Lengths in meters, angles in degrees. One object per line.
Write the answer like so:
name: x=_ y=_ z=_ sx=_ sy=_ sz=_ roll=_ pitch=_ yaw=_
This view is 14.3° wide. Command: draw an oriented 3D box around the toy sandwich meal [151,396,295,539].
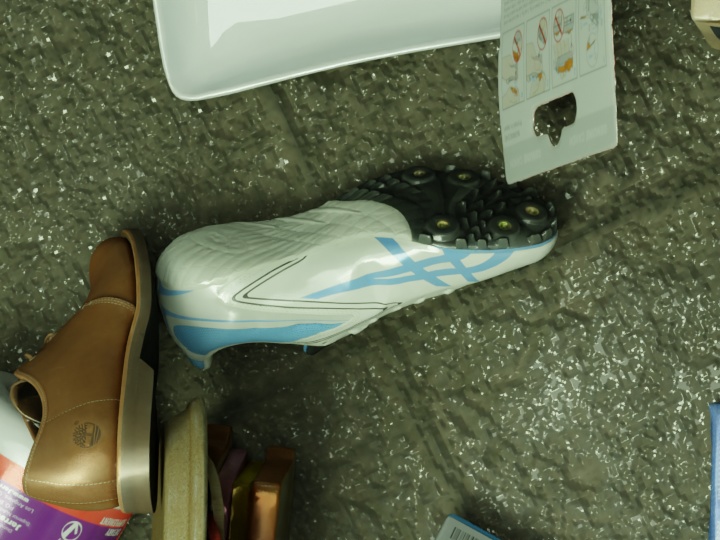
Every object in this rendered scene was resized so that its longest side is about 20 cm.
toy sandwich meal: x=-0.062 y=0.153 z=1.352 sx=0.070 sy=0.205 sz=0.206 roll=3 pitch=91 yaw=-6

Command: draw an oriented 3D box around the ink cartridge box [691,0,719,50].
ink cartridge box: x=0.195 y=-0.203 z=1.313 sx=0.075 sy=0.165 sz=0.201 roll=4 pitch=90 yaw=11

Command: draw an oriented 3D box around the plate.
plate: x=-0.014 y=-0.198 z=1.423 sx=0.199 sy=0.032 sz=0.200 roll=-11 pitch=88 yaw=11

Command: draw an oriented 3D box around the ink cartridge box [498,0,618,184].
ink cartridge box: x=0.108 y=-0.146 z=1.309 sx=0.047 sy=0.160 sz=0.201 roll=1 pitch=85 yaw=-15

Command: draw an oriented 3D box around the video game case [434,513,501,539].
video game case: x=0.067 y=0.218 z=1.332 sx=0.143 sy=0.200 sz=0.018 roll=29 pitch=136 yaw=1

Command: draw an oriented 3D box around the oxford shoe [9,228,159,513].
oxford shoe: x=-0.130 y=0.041 z=1.369 sx=0.071 sy=0.200 sz=0.072 roll=-2 pitch=121 yaw=0

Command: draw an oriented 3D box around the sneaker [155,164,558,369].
sneaker: x=0.000 y=0.000 z=1.410 sx=0.199 sy=0.072 sz=0.073 roll=-11 pitch=126 yaw=4

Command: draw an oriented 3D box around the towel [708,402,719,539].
towel: x=0.264 y=0.137 z=1.371 sx=0.199 sy=0.024 sz=0.147 roll=2 pitch=90 yaw=12

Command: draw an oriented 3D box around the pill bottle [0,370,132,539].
pill bottle: x=-0.197 y=0.156 z=1.419 sx=0.112 sy=0.112 sz=0.200 roll=31 pitch=96 yaw=10
